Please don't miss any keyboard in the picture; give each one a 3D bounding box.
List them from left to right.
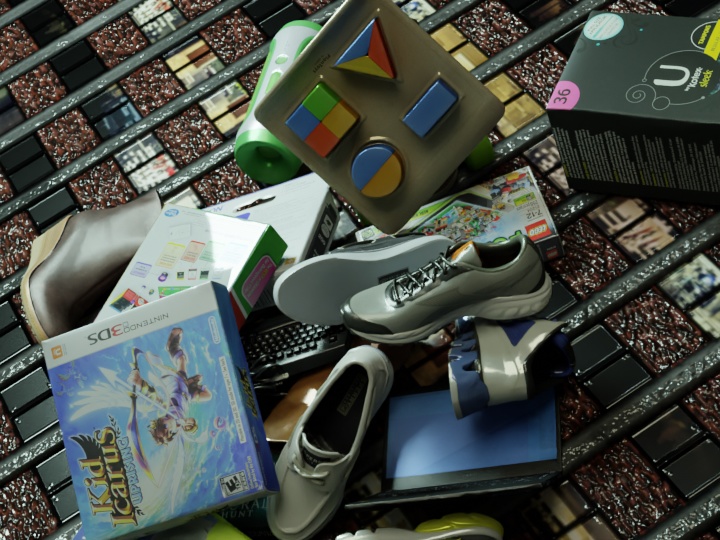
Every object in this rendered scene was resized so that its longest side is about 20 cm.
[{"bbox_3d":[-0.105,0.082,1.451,0.199,0.040,0.104,-19,45,8],"label":"keyboard"}]

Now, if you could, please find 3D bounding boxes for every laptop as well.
[{"bbox_3d":[0.089,0.152,1.361,0.176,0.200,0.104,-9,85,15],"label":"laptop"}]

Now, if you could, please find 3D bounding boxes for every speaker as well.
[{"bbox_3d":[-0.086,-0.199,1.748,0.088,0.089,0.201,-1,51,21],"label":"speaker"}]

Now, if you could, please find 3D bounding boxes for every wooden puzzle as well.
[{"bbox_3d":[0.019,-0.160,1.519,0.185,0.200,0.046,-48,9,14],"label":"wooden puzzle"}]

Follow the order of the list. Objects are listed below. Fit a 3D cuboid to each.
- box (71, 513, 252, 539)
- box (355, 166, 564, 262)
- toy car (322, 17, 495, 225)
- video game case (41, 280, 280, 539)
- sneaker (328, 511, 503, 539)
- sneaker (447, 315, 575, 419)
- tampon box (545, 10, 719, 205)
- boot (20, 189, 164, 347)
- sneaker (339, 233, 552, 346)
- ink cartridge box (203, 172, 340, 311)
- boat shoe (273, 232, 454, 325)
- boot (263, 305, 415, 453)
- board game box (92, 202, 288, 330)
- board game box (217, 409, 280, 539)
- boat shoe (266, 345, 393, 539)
[{"bbox_3d":[-0.187,0.264,1.388,0.199,0.048,0.122,29,76,29],"label":"box"},{"bbox_3d":[0.102,-0.028,1.560,0.199,0.035,0.110,-21,47,3],"label":"box"},{"bbox_3d":[0.030,-0.179,1.605,0.164,0.200,0.158,-27,46,-3],"label":"toy car"},{"bbox_3d":[-0.186,0.133,1.366,0.180,0.045,0.201,-20,75,14],"label":"video game case"},{"bbox_3d":[0.033,0.272,1.300,0.199,0.075,0.085,-18,47,7],"label":"sneaker"},{"bbox_3d":[0.147,0.066,1.424,0.114,0.081,0.200,-3,36,9],"label":"sneaker"},{"bbox_3d":[0.316,-0.168,1.531,0.199,0.127,0.150,9,54,28],"label":"tampon box"},{"bbox_3d":[-0.292,-0.003,1.670,0.166,0.073,0.201,-20,43,7],"label":"boot"},{"bbox_3d":[0.076,0.012,1.385,0.199,0.080,0.074,-14,37,3],"label":"sneaker"},{"bbox_3d":[-0.122,-0.020,1.589,0.197,0.044,0.200,-16,30,23],"label":"ink cartridge box"},{"bbox_3d":[0.000,0.000,1.465,0.199,0.070,0.066,-18,21,-22],"label":"boat shoe"},{"bbox_3d":[-0.051,0.104,1.479,0.187,0.069,0.200,14,53,24],"label":"boot"},{"bbox_3d":[-0.182,0.034,1.484,0.152,0.040,0.201,13,65,39],"label":"board game box"},{"bbox_3d":[-0.136,0.201,1.461,0.199,0.028,0.136,-6,49,16],"label":"board game box"},{"bbox_3d":[-0.033,0.162,1.341,0.072,0.066,0.201,33,102,11],"label":"boat shoe"}]
